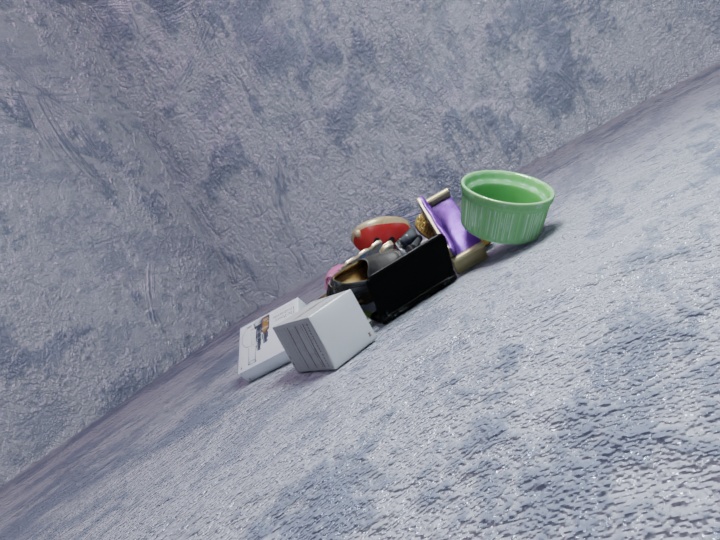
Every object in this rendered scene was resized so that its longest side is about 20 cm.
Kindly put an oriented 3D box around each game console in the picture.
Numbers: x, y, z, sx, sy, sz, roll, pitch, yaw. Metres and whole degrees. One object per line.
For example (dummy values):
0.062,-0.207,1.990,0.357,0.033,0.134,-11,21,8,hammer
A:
0.101,0.018,1.279,0.198,0.118,0.176,-30,5,-10,game console

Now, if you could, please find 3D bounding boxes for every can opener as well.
0.125,-0.071,1.409,0.066,0.053,0.200,-44,0,17,can opener

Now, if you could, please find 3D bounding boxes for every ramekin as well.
0.310,-0.137,1.249,0.196,0.099,0.201,3,29,-2,ramekin

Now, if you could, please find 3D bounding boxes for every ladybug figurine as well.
0.060,-0.083,1.525,0.198,0.073,0.136,-1,-32,-42,ladybug figurine

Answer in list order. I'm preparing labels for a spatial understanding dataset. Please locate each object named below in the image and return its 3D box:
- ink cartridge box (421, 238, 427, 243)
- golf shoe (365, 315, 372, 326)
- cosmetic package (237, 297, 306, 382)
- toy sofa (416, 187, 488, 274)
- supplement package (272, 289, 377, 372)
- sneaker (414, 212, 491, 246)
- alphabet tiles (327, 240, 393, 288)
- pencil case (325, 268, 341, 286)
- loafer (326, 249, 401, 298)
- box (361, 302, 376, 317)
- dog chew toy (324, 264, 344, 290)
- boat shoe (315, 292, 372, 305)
0.147,-0.013,1.493,0.145,0.085,0.200,-28,6,20,ink cartridge box
-0.053,0.113,1.332,0.078,0.098,0.199,-36,6,-39,golf shoe
-0.225,0.179,1.491,0.198,0.052,0.152,-28,44,18,cosmetic package
0.210,-0.102,1.336,0.082,0.201,0.098,-28,-39,4,toy sofa
-0.079,0.129,1.199,0.116,0.118,0.199,-32,6,-31,supplement package
0.235,-0.094,1.460,0.197,0.076,0.090,16,-5,14,sneaker
0.000,0.000,1.453,0.199,0.015,0.196,-33,-18,-18,alphabet tiles
-0.010,0.014,1.675,0.199,0.084,0.086,-30,12,-35,pencil case
0.015,0.004,1.255,0.199,0.073,0.073,-33,-28,-25,loafer
0.018,0.074,1.476,0.116,0.061,0.200,-28,3,16,box
-0.019,0.031,1.826,0.198,0.126,0.124,-18,11,37,dog chew toy
-0.032,0.054,1.358,0.200,0.075,0.076,-21,49,25,boat shoe
